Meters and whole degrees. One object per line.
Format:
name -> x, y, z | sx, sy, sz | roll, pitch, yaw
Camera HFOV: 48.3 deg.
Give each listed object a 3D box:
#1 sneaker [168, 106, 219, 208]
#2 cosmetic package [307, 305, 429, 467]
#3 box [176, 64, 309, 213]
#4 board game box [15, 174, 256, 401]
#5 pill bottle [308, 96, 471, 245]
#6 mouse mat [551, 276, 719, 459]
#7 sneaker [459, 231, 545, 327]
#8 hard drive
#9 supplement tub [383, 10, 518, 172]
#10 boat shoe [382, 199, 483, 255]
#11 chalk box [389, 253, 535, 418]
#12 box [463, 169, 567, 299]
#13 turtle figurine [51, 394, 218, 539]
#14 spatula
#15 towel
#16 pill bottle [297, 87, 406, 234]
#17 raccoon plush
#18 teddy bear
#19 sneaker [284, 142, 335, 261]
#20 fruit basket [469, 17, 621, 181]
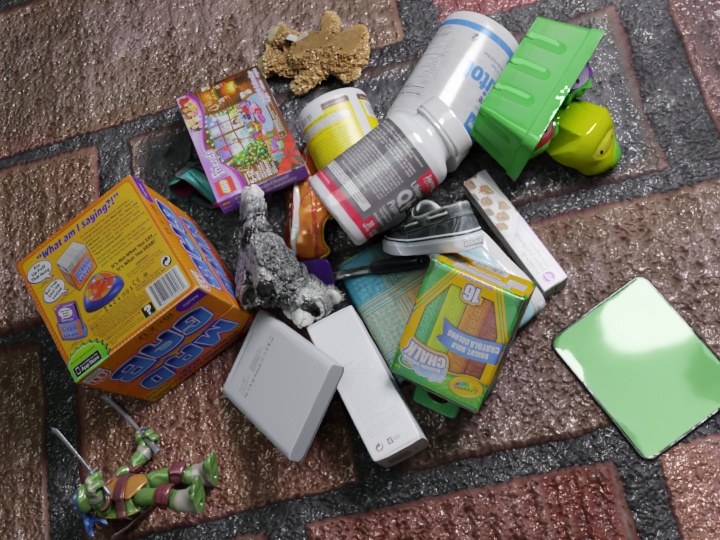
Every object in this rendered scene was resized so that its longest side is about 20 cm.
sneaker -> -0.255, -0.170, 1.247 | 0.121, 0.084, 0.200 | -38, 69, -13
cosmetic package -> 0.011, 0.155, 1.064 | 0.074, 0.102, 0.200 | -28, 69, 1
box -> -0.175, -0.196, 1.182 | 0.137, 0.039, 0.200 | -24, 66, -3
board game box -> -0.301, 0.032, 1.111 | 0.200, 0.200, 0.200 | -37, 68, 4
pill bottle -> 0.041, -0.133, 1.041 | 0.200, 0.111, 0.111 | -38, 68, 2
mouse mat -> 0.370, 0.123, 1.047 | 0.161, 0.008, 0.200 | -36, 69, -1
sneaker -> 0.154, 0.003, 1.094 | 0.082, 0.074, 0.200 | -39, 67, -18
hard drive -> -0.108, 0.146, 1.064 | 0.200, 0.026, 0.132 | 28, 95, 51
supplement tub -> 0.133, -0.259, 1.164 | 0.132, 0.132, 0.200 | 26, 79, 19
boat shoe -> 0.093, -0.059, 1.059 | 0.072, 0.200, 0.071 | -12, 95, -31
chalk box -> 0.123, 0.092, 1.015 | 0.124, 0.124, 0.200 | 23, 103, 15
box -> 0.215, -0.052, 1.124 | 0.039, 0.041, 0.200 | -33, 67, 0
turtle figurine -> -0.300, 0.258, 1.073 | 0.194, 0.144, 0.200 | -2, 74, 8
spatula -> 0.000, 0.000, 1.133 | 0.200, 0.021, 0.057 | -11, 99, 10
towel -> 0.070, 0.042, 1.134 | 0.147, 0.022, 0.200 | -30, 70, 2
pill bottle -> -0.007, -0.153, 1.158 | 0.109, 0.109, 0.200 | -23, 81, 4
raccoon plush -> -0.092, -0.018, 1.105 | 0.134, 0.097, 0.200 | 5, 83, -29
teddy bear -> -0.074, -0.344, 1.282 | 0.200, 0.067, 0.145 | -8, 60, 16
sneaker -> -0.071, -0.103, 1.199 | 0.077, 0.073, 0.200 | 7, 69, -15
fruit basket -> 0.275, -0.209, 1.088 | 0.215, 0.156, 0.216 | 0, 76, -1
